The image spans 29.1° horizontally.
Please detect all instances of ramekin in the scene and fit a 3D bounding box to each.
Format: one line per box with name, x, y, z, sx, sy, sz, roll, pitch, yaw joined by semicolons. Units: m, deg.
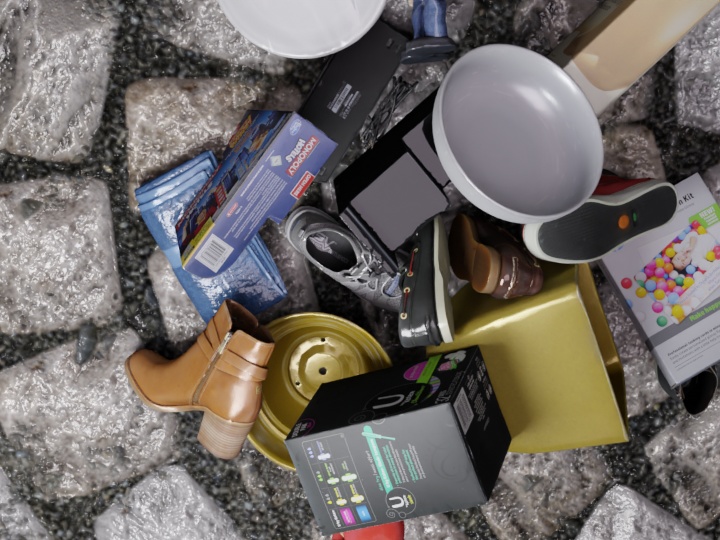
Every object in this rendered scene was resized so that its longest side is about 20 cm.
ramekin;-0.055;-0.334;1.493;0.199;0.094;0.205;3;107;11

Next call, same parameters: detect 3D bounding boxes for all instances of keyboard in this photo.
keyboard;-0.006;-0.189;1.595;0.104;0.040;0.201;36;103;11

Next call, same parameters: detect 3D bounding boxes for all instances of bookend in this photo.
bookend;0.073;-0.112;1.528;0.200;0.199;0.092;-41;103;7

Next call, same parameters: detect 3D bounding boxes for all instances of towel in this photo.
towel;-0.173;-0.030;1.611;0.111;0.049;0.202;-28;106;4

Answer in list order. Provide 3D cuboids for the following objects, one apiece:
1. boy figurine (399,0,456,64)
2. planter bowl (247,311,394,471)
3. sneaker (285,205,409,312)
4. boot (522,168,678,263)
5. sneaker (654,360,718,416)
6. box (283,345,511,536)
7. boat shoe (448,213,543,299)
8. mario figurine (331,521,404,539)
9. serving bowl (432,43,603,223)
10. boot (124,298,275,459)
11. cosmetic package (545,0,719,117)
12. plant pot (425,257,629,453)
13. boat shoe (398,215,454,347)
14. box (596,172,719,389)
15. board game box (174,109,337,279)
boy figurine;0.066;-0.333;1.510;0.063;0.124;0.203;-6;87;-9
planter bowl;-0.049;0.132;1.639;0.197;0.084;0.203;2;107;6
sneaker;0.000;0.000;1.614;0.198;0.082;0.075;26;102;-11
boot;0.239;-0.067;1.570;0.198;0.144;0.073;-17;111;-27
sneaker;0.388;0.066;1.649;0.074;0.106;0.203;-11;106;-1
box;0.043;0.185;1.509;0.198;0.149;0.126;-16;105;23
boat shoe;0.149;-0.012;1.563;0.069;0.200;0.071;6;108;-13
mario figurine;0.019;0.298;1.636;0.105;0.200;0.125;21;104;-9
serving bowl;0.158;-0.137;1.473;0.197;0.066;0.203;9;66;-21
boot;-0.180;0.099;1.588;0.199;0.073;0.156;32;114;27
cosmetic package;0.301;-0.268;1.553;0.200;0.105;0.071;-44;104;6
plant pot;0.186;0.096;1.606;0.198;0.195;0.198;-16;107;14
boat shoe;0.071;0.003;1.571;0.062;0.203;0.074;-10;134;13
box;0.377;0.011;1.611;0.155;0.041;0.202;-28;76;-5
board game box;-0.120;-0.097;1.506;0.061;0.200;0.201;34;100;-18
